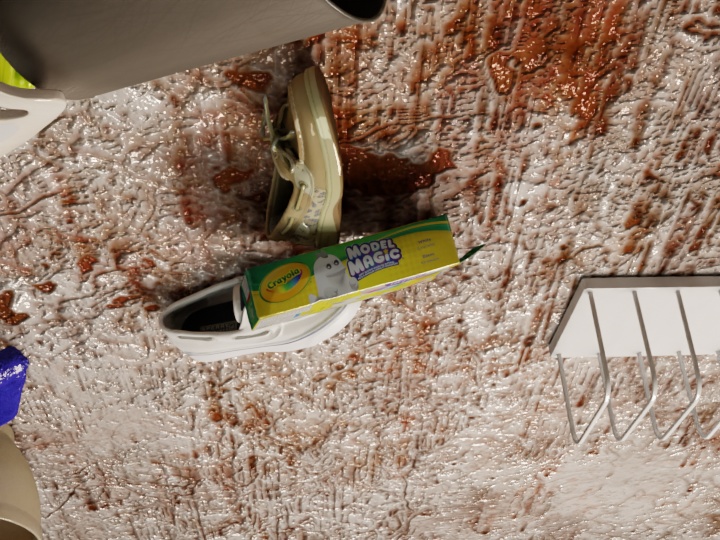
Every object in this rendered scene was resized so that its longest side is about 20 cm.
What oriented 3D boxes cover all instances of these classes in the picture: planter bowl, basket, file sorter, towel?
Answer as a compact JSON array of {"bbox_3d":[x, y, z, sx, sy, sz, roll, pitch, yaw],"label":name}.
[{"bbox_3d":[-0.445,0.237,1.221,0.197,0.137,0.201,-3,148,-2],"label":"planter bowl"},{"bbox_3d":[-0.111,-0.184,0.627,0.198,0.137,0.182,-20,114,30],"label":"basket"},{"bbox_3d":[0.312,0.096,1.130,0.196,0.126,0.139,-1,148,-8],"label":"file sorter"},{"bbox_3d":[-0.416,0.148,1.068,0.198,0.050,0.148,-27,171,-30],"label":"towel"}]

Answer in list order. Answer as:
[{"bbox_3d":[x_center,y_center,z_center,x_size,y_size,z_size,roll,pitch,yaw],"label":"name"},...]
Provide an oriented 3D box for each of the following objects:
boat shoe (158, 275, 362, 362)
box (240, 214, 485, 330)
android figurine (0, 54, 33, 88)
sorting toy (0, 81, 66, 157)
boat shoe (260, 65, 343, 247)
[{"bbox_3d":[-0.095,0.038,1.025,0.197,0.075,0.065,-20,149,19],"label":"boat shoe"},{"bbox_3d":[0.000,0.000,0.939,0.197,0.049,0.117,-14,175,-11],"label":"box"},{"bbox_3d":[-0.308,-0.157,0.723,0.197,0.042,0.183,8,144,-16],"label":"android figurine"},{"bbox_3d":[-0.265,-0.105,0.641,0.178,0.108,0.199,-12,147,40],"label":"sorting toy"},{"bbox_3d":[-0.047,-0.076,0.857,0.062,0.074,0.201,-6,148,-4],"label":"boat shoe"}]
